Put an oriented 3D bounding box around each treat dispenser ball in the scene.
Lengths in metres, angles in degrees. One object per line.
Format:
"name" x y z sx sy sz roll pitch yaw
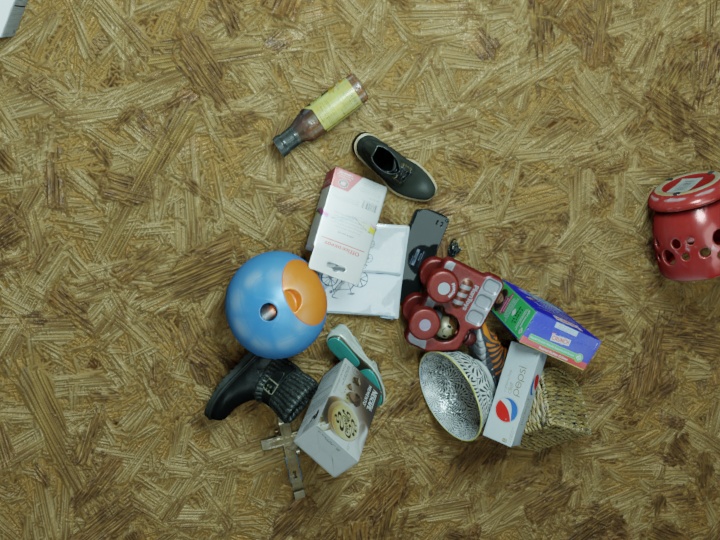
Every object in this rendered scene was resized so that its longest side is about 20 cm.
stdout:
"treat dispenser ball" -0.161 0.066 1.610 0.196 0.201 0.206 -4 107 -12

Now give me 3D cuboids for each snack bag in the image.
"snack bag" 0.000 0.000 1.716 0.184 0.021 0.205 4 104 -10

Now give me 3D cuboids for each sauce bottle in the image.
"sauce bottle" -0.078 -0.292 1.598 0.198 0.066 0.067 -36 111 -3

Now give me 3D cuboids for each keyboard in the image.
"keyboard" 0.135 -0.021 1.751 0.125 0.021 0.203 20 101 -12

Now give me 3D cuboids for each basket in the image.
"basket" 0.385 0.297 1.835 0.147 0.146 0.198 -26 149 34

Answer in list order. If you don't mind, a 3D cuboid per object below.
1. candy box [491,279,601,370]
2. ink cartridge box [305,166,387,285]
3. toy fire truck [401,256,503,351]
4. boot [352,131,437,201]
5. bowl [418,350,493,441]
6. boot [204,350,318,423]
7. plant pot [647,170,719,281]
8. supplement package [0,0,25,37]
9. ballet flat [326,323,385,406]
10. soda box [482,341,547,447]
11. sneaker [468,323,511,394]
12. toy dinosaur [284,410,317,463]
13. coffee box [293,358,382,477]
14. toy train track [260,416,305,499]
"candy box" 0.375 0.111 1.747 0.167 0.200 0.078 25 100 -18
"ink cartridge box" -0.034 -0.082 1.635 0.114 0.067 0.204 20 80 -17
"toy fire truck" 0.182 0.078 1.712 0.165 0.112 0.203 24 102 -12
"boot" 0.078 -0.184 1.626 0.197 0.138 0.078 28 98 -20
"bowl" 0.219 0.245 1.776 0.093 0.199 0.205 -24 111 -29
"boot" -0.200 0.257 1.685 0.158 0.079 0.212 42 94 12
"plant pot" 0.710 -0.099 1.766 0.197 0.201 0.186 -21 107 -6
"supplement package" -0.601 -0.505 1.385 0.119 0.120 0.203 23 100 -17
"ballet flat" 0.000 0.193 1.757 0.069 0.070 0.202 -34 111 -1
"soda box" 0.316 0.252 1.721 0.063 0.067 0.204 15 92 -62
"sneaker" 0.297 0.164 1.820 0.110 0.078 0.203 -25 119 -10
"toy dinosaur" -0.080 0.317 1.732 0.199 0.085 0.138 29 81 -62
"coffee box" -0.041 0.288 1.670 0.113 0.201 0.080 43 125 -12
"toy train track" -0.147 0.404 1.801 0.112 0.033 0.204 -13 109 -9
